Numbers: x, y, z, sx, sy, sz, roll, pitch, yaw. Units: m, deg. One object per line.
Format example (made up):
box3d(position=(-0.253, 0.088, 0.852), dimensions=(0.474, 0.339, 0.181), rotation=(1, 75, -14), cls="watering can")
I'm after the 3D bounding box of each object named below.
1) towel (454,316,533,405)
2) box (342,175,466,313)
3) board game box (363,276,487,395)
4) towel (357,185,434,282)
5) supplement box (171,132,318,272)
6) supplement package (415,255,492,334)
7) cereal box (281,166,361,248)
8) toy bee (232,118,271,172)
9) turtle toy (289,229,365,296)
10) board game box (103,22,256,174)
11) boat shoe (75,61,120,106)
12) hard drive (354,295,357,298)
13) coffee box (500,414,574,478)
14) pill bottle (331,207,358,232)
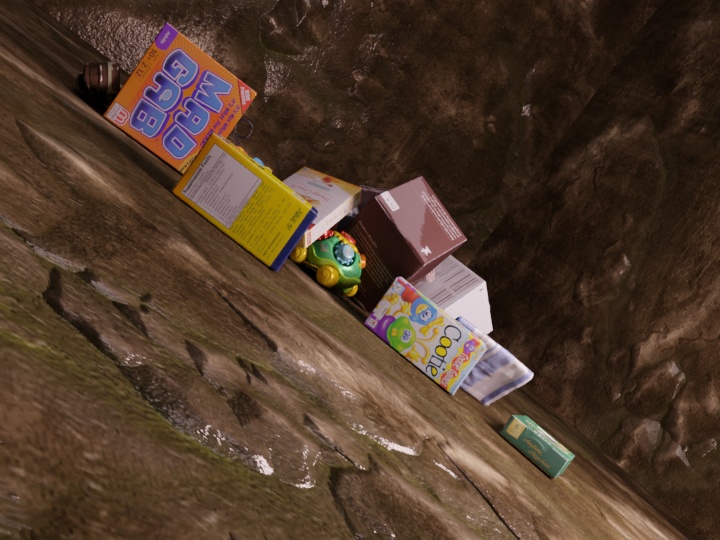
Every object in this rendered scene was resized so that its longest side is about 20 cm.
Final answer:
box3d(position=(0.219, 0.179, 1.490), dimensions=(0.199, 0.147, 0.024), rotation=(38, 43, -14), cls="towel")
box3d(position=(0.070, -0.051, 1.555), dimensions=(0.163, 0.200, 0.167), rotation=(-27, 79, -46), cls="box")
box3d(position=(0.117, 0.114, 1.379), dimensions=(0.199, 0.106, 0.103), rotation=(37, 4, 6), cls="board game box")
box3d(position=(0.072, -0.081, 1.676), dimensions=(0.197, 0.195, 0.032), rotation=(14, 27, 38), cls="towel")
box3d(position=(-0.173, -0.106, 1.188), dimensions=(0.199, 0.109, 0.110), rotation=(38, 4, -7), cls="supplement box")
box3d(position=(0.172, 0.069, 1.731), dimensions=(0.200, 0.149, 0.154), rotation=(41, -25, 46), cls="supplement package")
box3d(position=(-0.107, -0.124, 1.463), dimensions=(0.142, 0.040, 0.200), rotation=(22, 39, 22), cls="cereal box")
box3d(position=(-0.245, -0.193, 1.503), dimensions=(0.202, 0.131, 0.108), rotation=(56, 24, 14), cls="toy bee")
box3d(position=(-0.067, -0.040, 1.485), dimensions=(0.199, 0.102, 0.146), rotation=(39, 4, 22), cls="turtle toy")
box3d(position=(-0.337, -0.317, 1.460), dimensions=(0.199, 0.201, 0.200), rotation=(36, 4, -17), cls="board game box")
box3d(position=(-0.490, -0.353, 1.430), dimensions=(0.073, 0.076, 0.202), rotation=(-2, 1, -21), cls="boat shoe")
box3d(position=(-0.016, 0.022, 1.716), dimensions=(0.199, 0.043, 0.135), rotation=(40, 4, 16), cls="hard drive")
box3d(position=(0.323, 0.315, 1.392), dimensions=(0.122, 0.044, 0.200), rotation=(39, 3, 20), cls="coffee box")
box3d(position=(-0.111, -0.115, 1.661), dimensions=(0.196, 0.108, 0.106), rotation=(10, 14, -20), cls="pill bottle")
